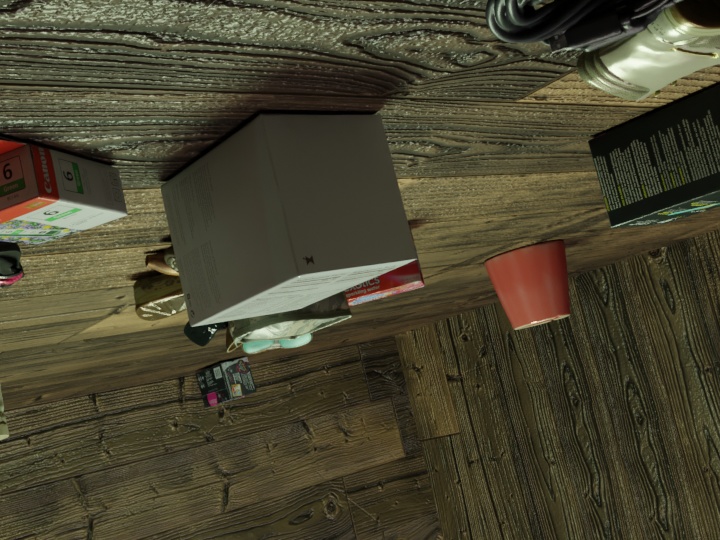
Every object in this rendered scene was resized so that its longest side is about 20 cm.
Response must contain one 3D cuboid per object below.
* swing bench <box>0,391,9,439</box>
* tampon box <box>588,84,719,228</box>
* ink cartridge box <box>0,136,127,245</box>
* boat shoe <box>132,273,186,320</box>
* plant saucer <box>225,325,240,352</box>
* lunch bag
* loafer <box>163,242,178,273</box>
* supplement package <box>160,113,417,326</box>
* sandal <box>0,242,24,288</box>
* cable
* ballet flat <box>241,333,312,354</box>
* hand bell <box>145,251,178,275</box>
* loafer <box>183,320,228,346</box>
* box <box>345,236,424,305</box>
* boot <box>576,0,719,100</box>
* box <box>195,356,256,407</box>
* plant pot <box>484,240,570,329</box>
[{"bbox_3d":[-0.522,0.116,1.168,0.198,0.201,0.129,-8,170,-41],"label":"swing bench"},{"bbox_3d":[0.432,-0.145,1.295,0.199,0.128,0.149,-20,170,41],"label":"tampon box"},{"bbox_3d":[-0.300,-0.064,0.841,0.108,0.051,0.200,-16,173,17],"label":"ink cartridge box"},{"bbox_3d":[-0.250,0.015,1.501,0.198,0.063,0.074,-16,146,-7],"label":"boat shoe"},{"bbox_3d":[-0.183,0.071,1.826,0.200,0.035,0.200,-43,176,-4],"label":"plant saucer"},{"bbox_3d":[-0.117,0.000,1.197,0.117,0.166,0.199,-21,169,27],"label":"lunch bag"},{"bbox_3d":[-0.168,-0.023,1.331,0.198,0.068,0.076,8,160,-25],"label":"loafer"},{"bbox_3d":[-0.076,-0.048,0.979,0.149,0.154,0.199,-8,170,-40],"label":"supplement package"},{"bbox_3d":[-0.422,0.006,1.138,0.074,0.046,0.200,-12,172,-12],"label":"sandal"},{"bbox_3d":[0.188,-0.215,0.700,0.198,0.051,0.163,-15,167,28],"label":"cable"},{"bbox_3d":[-0.229,0.184,2.698,0.197,0.069,0.072,-14,-168,-2],"label":"ballet flat"},{"bbox_3d":[-0.205,-0.005,1.388,0.198,0.106,0.104,6,162,-32],"label":"hand bell"},{"bbox_3d":[-0.274,0.073,1.861,0.200,0.073,0.073,-36,-164,52],"label":"loafer"},{"bbox_3d":[0.000,0.000,1.643,0.197,0.101,0.095,-14,172,6],"label":"box"},{"bbox_3d":[0.307,-0.204,0.865,0.198,0.073,0.154,-5,169,-23],"label":"boot"},{"bbox_3d":[-0.464,0.384,3.401,0.114,0.134,0.199,-12,173,-39],"label":"box"},{"bbox_3d":[0.416,0.040,2.379,0.198,0.180,0.200,-14,171,-2],"label":"plant pot"}]
